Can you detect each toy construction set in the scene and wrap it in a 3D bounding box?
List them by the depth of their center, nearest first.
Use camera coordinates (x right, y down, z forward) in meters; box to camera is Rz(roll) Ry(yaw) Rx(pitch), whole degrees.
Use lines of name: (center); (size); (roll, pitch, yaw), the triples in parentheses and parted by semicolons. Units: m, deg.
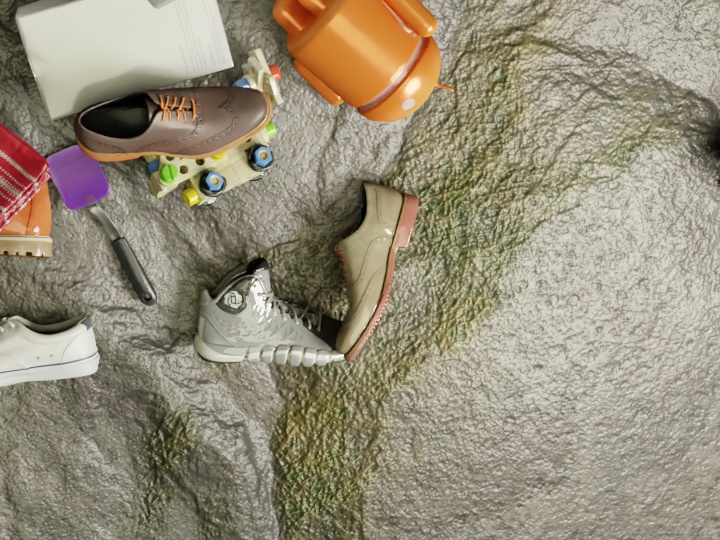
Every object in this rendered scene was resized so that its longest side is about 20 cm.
toy construction set: (-0.163, -0.145, 1.427); (0.199, 0.092, 0.132); (-30, 88, -8)

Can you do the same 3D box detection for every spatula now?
spatula: (-0.272, -0.044, 1.468); (0.056, 0.021, 0.201); (-23, 115, 10)

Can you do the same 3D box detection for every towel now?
towel: (-0.428, -0.076, 1.366); (0.144, 0.022, 0.200); (40, 79, 6)

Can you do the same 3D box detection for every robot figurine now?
robot figurine: (0.004, -0.235, 1.408); (0.200, 0.117, 0.144); (39, 98, -22)

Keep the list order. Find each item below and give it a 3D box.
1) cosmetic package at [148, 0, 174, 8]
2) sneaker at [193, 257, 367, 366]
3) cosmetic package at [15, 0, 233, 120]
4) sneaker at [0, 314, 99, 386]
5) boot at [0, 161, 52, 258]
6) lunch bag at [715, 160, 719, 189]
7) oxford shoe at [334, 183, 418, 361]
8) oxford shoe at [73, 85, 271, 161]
cosmetic package: (-0.147, -0.383, 1.252); (0.165, 0.164, 0.200); (49, 55, -23)
sneaker: (-0.087, 0.043, 1.514); (0.198, 0.075, 0.116); (-1, 107, -11)
cosmetic package: (-0.240, -0.239, 1.376); (0.199, 0.081, 0.114); (-15, 112, -5)
sneaker: (-0.388, 0.085, 1.472); (0.199, 0.073, 0.071); (-7, 102, -19)
boot: (-0.421, -0.071, 1.410); (0.198, 0.075, 0.108); (3, 89, -7)
lunch bag: (0.516, -0.139, 1.555); (0.163, 0.118, 0.201); (28, 97, -21)
oxford shoe: (0.000, 0.000, 1.505); (0.074, 0.070, 0.201); (21, 78, -11)
oxford shoe: (-0.185, -0.149, 1.341); (0.198, 0.073, 0.072); (-12, 83, -8)
